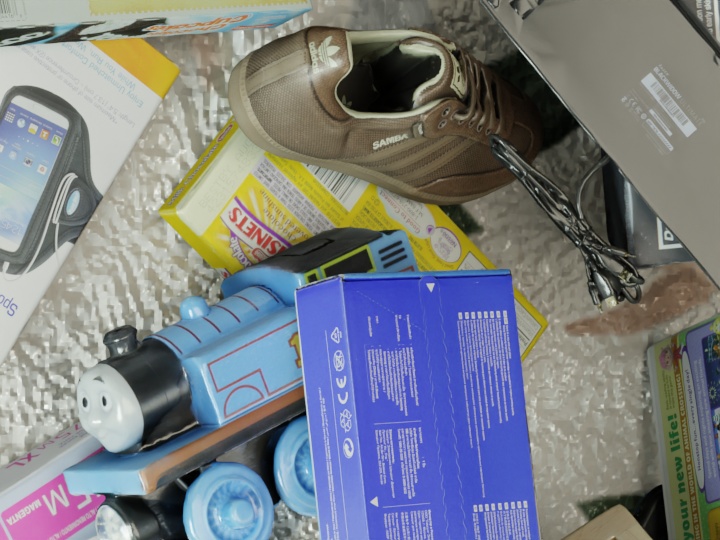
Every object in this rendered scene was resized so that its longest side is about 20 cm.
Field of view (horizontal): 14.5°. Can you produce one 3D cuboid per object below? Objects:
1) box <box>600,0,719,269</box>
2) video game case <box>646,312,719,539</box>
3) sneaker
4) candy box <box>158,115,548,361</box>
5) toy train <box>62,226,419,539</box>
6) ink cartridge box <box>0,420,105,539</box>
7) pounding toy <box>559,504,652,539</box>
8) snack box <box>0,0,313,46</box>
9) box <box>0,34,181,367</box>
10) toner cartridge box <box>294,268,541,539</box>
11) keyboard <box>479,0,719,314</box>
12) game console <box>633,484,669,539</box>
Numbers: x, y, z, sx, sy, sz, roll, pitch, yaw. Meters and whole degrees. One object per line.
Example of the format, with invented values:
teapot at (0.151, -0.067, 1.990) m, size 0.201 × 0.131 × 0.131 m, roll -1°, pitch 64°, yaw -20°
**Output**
box at (0.217, -0.113, 1.419) m, size 0.197 × 0.123 × 0.201 m, roll -5°, pitch 97°, yaw -2°
video game case at (0.212, 0.109, 1.400) m, size 0.022 × 0.182 × 0.201 m, roll 5°, pitch 71°, yaw -30°
sneaker at (0.032, -0.077, 1.357) m, size 0.199 × 0.075 × 0.071 m, roll 3°, pitch 72°, yaw -44°
candy box at (0.000, 0.000, 1.391) m, size 0.200 × 0.026 × 0.102 m, roll 46°, pitch 70°, yaw -23°
toy train at (-0.047, 0.059, 1.298) m, size 0.199 × 0.087 × 0.115 m, roll -26°, pitch 99°, yaw -34°
ink cartridge box at (-0.115, 0.177, 1.320) m, size 0.119 × 0.042 × 0.201 m, roll -32°, pitch 109°, yaw -27°
pounding toy at (0.085, 0.210, 1.351) m, size 0.184 × 0.200 × 0.142 m, roll -30°, pitch 149°, yaw -19°
snack box at (-0.117, -0.164, 1.280) m, size 0.199 × 0.037 × 0.117 m, roll -8°, pitch 83°, yaw -41°
box at (-0.180, -0.044, 1.277) m, size 0.119 × 0.041 × 0.201 m, roll 38°, pitch 74°, yaw -25°
toner cartridge box at (0.030, 0.102, 1.264) m, size 0.095 × 0.043 × 0.201 m, roll -1°, pitch 82°, yaw -33°
keyboard at (0.127, -0.063, 1.354) m, size 0.127 × 0.021 × 0.200 m, roll -40°, pitch 95°, yaw -3°
game console at (0.193, 0.237, 1.458) m, size 0.171 × 0.118 × 0.201 m, roll 40°, pitch 71°, yaw -25°
